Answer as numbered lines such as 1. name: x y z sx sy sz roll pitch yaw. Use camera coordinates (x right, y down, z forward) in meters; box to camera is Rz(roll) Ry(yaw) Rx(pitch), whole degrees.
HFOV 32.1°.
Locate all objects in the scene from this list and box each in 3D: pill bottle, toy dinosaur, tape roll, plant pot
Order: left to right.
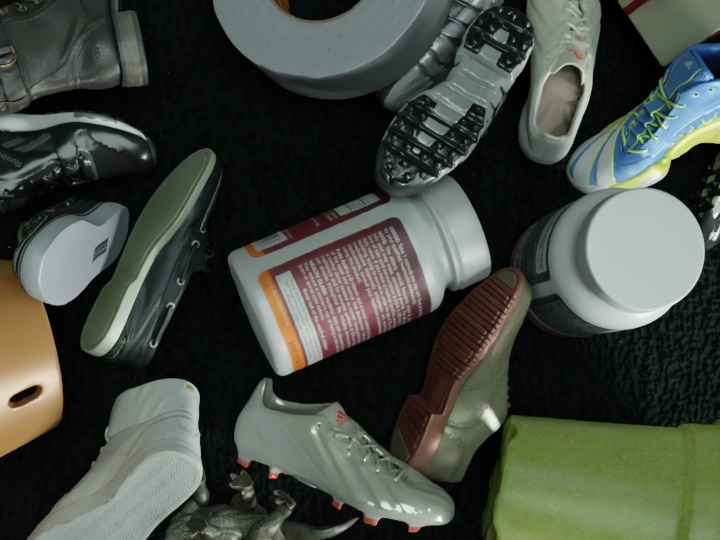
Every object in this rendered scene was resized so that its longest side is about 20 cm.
1. plant pot: -0.320 0.073 0.978 0.140 0.200 0.200 -14 86 -26
2. toy dinosaur: -0.106 0.217 1.042 0.200 0.102 0.077 -11 49 -20
3. tape roll: -0.024 -0.251 1.066 0.200 0.066 0.200 -3 80 15
4. pill bottle: 0.000 0.000 1.056 0.200 0.114 0.114 -23 87 -9
5. plant pot: 0.198 0.202 1.037 0.184 0.200 0.200 12 83 5
6. pill bottle: 0.202 -0.006 1.039 0.116 0.200 0.116 1 85 -8

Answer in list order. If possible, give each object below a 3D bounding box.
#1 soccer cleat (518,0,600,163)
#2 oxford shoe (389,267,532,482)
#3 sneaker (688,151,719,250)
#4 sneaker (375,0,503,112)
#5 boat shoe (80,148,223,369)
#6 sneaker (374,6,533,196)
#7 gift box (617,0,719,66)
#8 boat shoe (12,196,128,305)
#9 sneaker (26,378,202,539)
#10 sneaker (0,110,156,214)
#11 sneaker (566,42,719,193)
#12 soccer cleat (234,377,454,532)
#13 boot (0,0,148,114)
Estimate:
1. soccer cleat: 0.181 -0.194 1.110 0.069 0.078 0.200 9 82 -6
2. oxford shoe: 0.099 0.091 1.076 0.074 0.071 0.200 24 103 -25
3. sneaker: 0.371 -0.095 1.139 0.090 0.066 0.200 31 79 -1
4. sneaker: 0.056 -0.243 1.116 0.112 0.078 0.200 38 90 15
5. boat shoe: -0.160 -0.006 1.061 0.066 0.074 0.199 35 70 -32
6. sneaker: 0.078 -0.127 1.057 0.066 0.091 0.200 32 67 9
7. gift box: 0.325 -0.319 1.080 0.200 0.187 0.185 -39 93 -27
8. boat shoe: -0.238 -0.020 0.991 0.057 0.200 0.069 15 101 3
9. sneaker: -0.201 0.172 1.037 0.200 0.116 0.074 -38 120 21
10. sneaker: -0.271 -0.081 1.041 0.200 0.076 0.088 5 65 2
11. sneaker: 0.265 -0.143 1.091 0.200 0.105 0.076 -25 48 7
12. soccer cleat: -0.012 0.153 1.038 0.200 0.069 0.078 20 98 15
13. boot: -0.278 -0.212 1.035 0.174 0.069 0.200 -13 65 -14
